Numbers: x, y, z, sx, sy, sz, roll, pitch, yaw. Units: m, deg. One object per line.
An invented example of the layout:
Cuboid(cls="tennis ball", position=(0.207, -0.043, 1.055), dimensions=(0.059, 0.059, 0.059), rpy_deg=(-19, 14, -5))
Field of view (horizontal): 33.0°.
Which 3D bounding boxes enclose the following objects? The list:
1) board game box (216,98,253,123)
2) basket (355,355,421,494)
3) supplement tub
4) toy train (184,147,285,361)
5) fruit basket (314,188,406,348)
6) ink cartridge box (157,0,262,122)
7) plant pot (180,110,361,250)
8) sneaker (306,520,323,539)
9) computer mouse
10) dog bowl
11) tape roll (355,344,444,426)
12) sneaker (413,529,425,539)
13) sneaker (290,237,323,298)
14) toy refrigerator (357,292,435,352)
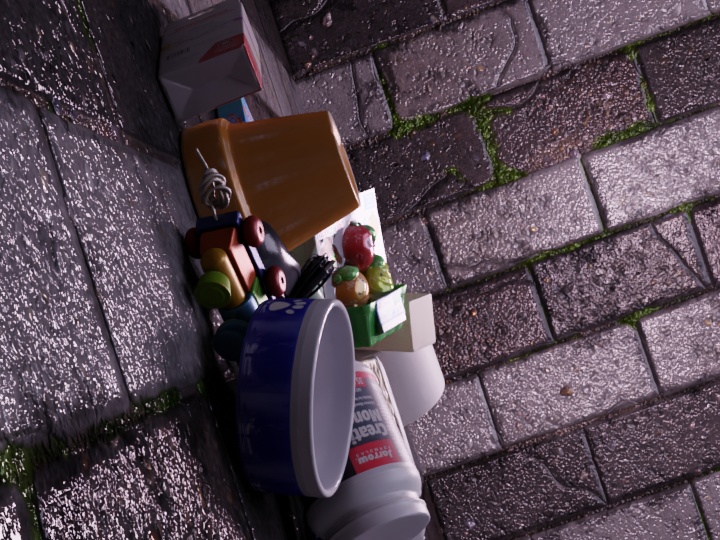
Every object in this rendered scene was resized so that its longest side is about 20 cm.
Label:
Cuboid(cls="board game box", position=(-0.167, -0.157, 1.845), dimensions=(0.153, 0.044, 0.202), rpy_deg=(68, 5, -48))
Cuboid(cls="basket", position=(-0.013, 0.225, 1.598), dimensions=(0.123, 0.134, 0.203), rpy_deg=(36, 35, -80))
Cuboid(cls="supplement tub", position=(-0.014, 0.219, 1.398), dimensions=(0.202, 0.139, 0.141), rpy_deg=(64, 0, 26))
Cuboid(cls="toy train", position=(-0.148, -0.011, 1.260), dimensions=(0.117, 0.083, 0.202), rpy_deg=(-83, 157, -50))
Cuboid(cls="fruit basket", position=(0.000, 0.000, 1.672), dimensions=(0.185, 0.092, 0.203), rpy_deg=(-24, 112, -59))
Cuboid(cls="ink cartridge box", position=(-0.189, -0.273, 1.541), dimensions=(0.201, 0.115, 0.068), rpy_deg=(-101, 170, -59))
Cuboid(cls="plant pot", position=(-0.103, -0.108, 1.509), dimensions=(0.200, 0.181, 0.203), rpy_deg=(-19, 90, -86))
Cuboid(cls="sneaker", position=(-0.022, 0.341, 1.459), dimensions=(0.201, 0.069, 0.079), rpy_deg=(-93, 169, -49))
Cuboid(cls="computer mouse", position=(-0.105, 0.009, 1.438), dimensions=(0.053, 0.138, 0.200), rpy_deg=(46, -1, 31))
Cuboid(cls="dog bowl", position=(-0.063, 0.130, 1.257), dimensions=(0.200, 0.077, 0.204), rpy_deg=(1, 90, -78))
Cuboid(cls="tape roll", position=(0.023, 0.152, 1.960), dimensions=(0.203, 0.200, 0.141), rpy_deg=(-100, 170, -66))
Cuboid(cls="sneaker", position=(0.046, 0.343, 1.760), dimensions=(0.201, 0.079, 0.071), rpy_deg=(-109, -169, -62))
Cuboid(cls="sneaker", position=(-0.055, -0.023, 1.735), dimensions=(0.074, 0.117, 0.202), rpy_deg=(-109, 175, -53))
Cuboid(cls="toy refrigerator", position=(0.015, 0.075, 1.842), dimensions=(0.070, 0.198, 0.077), rpy_deg=(-17, 103, -51))
